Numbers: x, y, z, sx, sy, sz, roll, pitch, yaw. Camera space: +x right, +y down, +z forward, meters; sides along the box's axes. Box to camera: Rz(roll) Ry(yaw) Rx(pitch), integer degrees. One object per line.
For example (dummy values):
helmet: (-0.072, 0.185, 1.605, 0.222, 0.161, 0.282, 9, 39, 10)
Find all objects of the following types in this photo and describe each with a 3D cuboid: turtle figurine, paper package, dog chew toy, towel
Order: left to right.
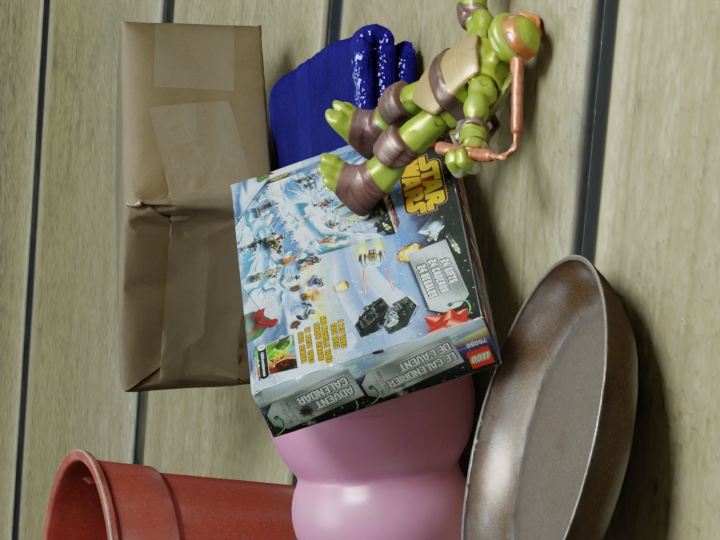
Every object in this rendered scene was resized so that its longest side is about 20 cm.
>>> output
paper package: (-0.120, -0.046, 2.032, 0.201, 0.103, 0.191, -97, 10, -46)
towel: (-0.008, -0.071, 1.885, 0.200, 0.049, 0.149, 158, 109, -71)
dog chew toy: (0.011, 0.128, 1.711, 0.124, 0.124, 0.201, -178, 82, -71)
turtle figurine: (0.050, -0.109, 1.657, 0.161, 0.064, 0.201, -35, 43, 34)

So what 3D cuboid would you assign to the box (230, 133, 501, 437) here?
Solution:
box: (0.000, 0.000, 1.674, 0.200, 0.136, 0.040, -98, -13, -52)

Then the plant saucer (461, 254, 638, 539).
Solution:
plant saucer: (0.101, 0.092, 1.525, 0.200, 0.032, 0.201, -166, 90, -75)

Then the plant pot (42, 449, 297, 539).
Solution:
plant pot: (-0.089, 0.216, 1.869, 0.201, 0.194, 0.202, -178, 90, -71)
